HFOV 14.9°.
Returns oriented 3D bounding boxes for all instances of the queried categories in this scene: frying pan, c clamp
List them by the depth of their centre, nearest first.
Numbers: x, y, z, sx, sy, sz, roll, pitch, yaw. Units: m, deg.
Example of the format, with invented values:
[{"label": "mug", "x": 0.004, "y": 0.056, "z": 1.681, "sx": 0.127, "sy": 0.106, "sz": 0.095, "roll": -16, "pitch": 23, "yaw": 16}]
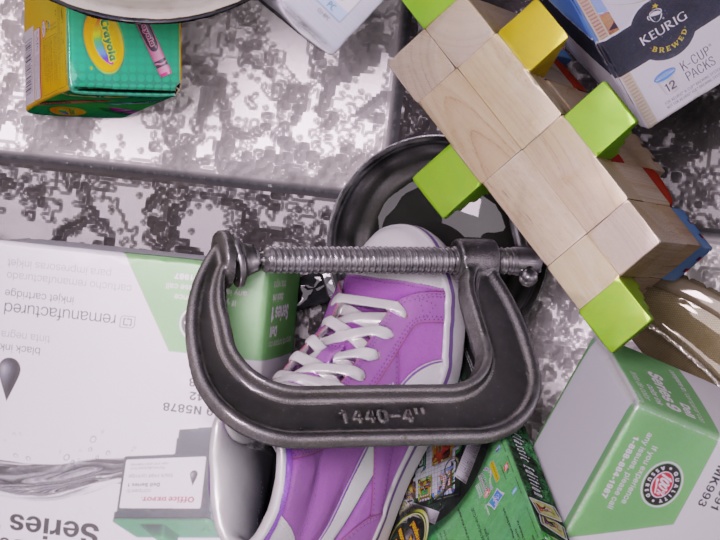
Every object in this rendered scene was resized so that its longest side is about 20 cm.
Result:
[{"label": "c clamp", "x": 0.004, "y": 0.015, "z": 1.315, "sx": 0.200, "sy": 0.027, "sz": 0.171, "roll": -5, "pitch": 57, "yaw": -24}, {"label": "frying pan", "x": 0.012, "y": 0.012, "z": 1.413, "sx": 0.190, "sy": 0.031, "sz": 0.115, "roll": -41, "pitch": 85, "yaw": 10}]

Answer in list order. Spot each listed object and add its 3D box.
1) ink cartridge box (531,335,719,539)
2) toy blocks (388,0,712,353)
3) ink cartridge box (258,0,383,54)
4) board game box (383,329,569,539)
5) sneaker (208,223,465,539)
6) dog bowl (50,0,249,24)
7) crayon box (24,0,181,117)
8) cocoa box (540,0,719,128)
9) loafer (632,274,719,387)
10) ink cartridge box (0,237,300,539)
[{"label": "ink cartridge box", "x": 0.172, "y": 0.141, "z": 1.313, "sx": 0.200, "sy": 0.088, "sz": 0.145, "roll": 23, "pitch": 105, "yaw": -19}, {"label": "toy blocks", "x": 0.099, "y": -0.054, "z": 1.334, "sx": 0.100, "sy": 0.137, "sz": 0.200, "roll": -41, "pitch": 75, "yaw": 15}, {"label": "ink cartridge box", "x": 0.011, "y": -0.212, "z": 1.358, "sx": 0.200, "sy": 0.160, "sz": 0.047, "roll": -48, "pitch": 120, "yaw": 1}, {"label": "board game box", "x": 0.045, "y": 0.116, "z": 1.320, "sx": 0.023, "sy": 0.200, "sz": 0.105, "roll": 32, "pitch": 109, "yaw": -22}, {"label": "sneaker", "x": -0.013, "y": 0.055, "z": 1.325, "sx": 0.073, "sy": 0.114, "sz": 0.201, "roll": 3, "pitch": 67, "yaw": 32}, {"label": "dog bowl", "x": -0.107, "y": -0.209, "z": 1.284, "sx": 0.200, "sy": 0.074, "sz": 0.200, "roll": 1, "pitch": 88, "yaw": -16}, {"label": "crayon box", "x": -0.130, "y": -0.181, "z": 1.376, "sx": 0.058, "sy": 0.119, "sz": 0.200, "roll": 0, "pitch": 88, "yaw": -17}, {"label": "cocoa box", "x": 0.171, "y": -0.192, "z": 1.341, "sx": 0.200, "sy": 0.133, "sz": 0.131, "roll": -32, "pitch": 120, "yaw": 1}, {"label": "loafer", "x": 0.192, "y": 0.067, "z": 1.381, "sx": 0.200, "sy": 0.076, "sz": 0.067, "roll": 36, "pitch": 84, "yaw": 3}, {"label": "ink cartridge box", "x": -0.115, "y": 0.089, "z": 1.380, "sx": 0.146, "sy": 0.084, "sz": 0.200, "roll": 5, "pitch": 92, "yaw": 8}]
